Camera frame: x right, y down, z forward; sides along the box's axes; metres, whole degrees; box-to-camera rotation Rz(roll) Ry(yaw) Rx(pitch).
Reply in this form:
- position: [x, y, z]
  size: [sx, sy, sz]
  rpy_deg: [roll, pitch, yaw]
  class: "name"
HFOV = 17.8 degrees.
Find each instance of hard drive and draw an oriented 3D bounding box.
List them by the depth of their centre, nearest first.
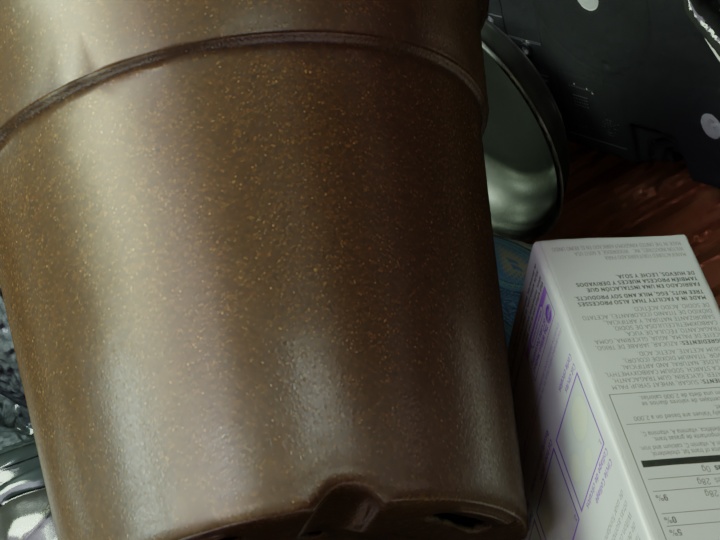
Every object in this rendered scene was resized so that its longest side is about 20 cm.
- position: [0.088, -0.135, 0.834]
  size: [0.038, 0.201, 0.139]
  rpy_deg: [-33, 33, -28]
  class: "hard drive"

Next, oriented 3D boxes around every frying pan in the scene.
- position: [0.033, -0.050, 0.937]
  size: [0.031, 0.115, 0.190]
  rpy_deg: [-40, -7, -23]
  class: "frying pan"

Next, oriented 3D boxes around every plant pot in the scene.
- position: [-0.037, 0.009, 0.767]
  size: [0.200, 0.200, 0.200]
  rpy_deg: [-26, 64, 35]
  class: "plant pot"

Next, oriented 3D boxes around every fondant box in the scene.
- position: [0.093, 0.108, 0.733]
  size: [0.201, 0.058, 0.145]
  rpy_deg: [-105, 19, -46]
  class: "fondant box"

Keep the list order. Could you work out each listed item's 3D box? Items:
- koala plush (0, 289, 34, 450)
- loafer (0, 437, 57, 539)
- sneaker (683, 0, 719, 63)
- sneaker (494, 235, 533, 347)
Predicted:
- position: [-0.135, 0.032, 0.954]
  size: [0.200, 0.184, 0.178]
  rpy_deg: [-39, 33, 18]
  class: "koala plush"
- position: [-0.048, 0.089, 0.864]
  size: [0.199, 0.073, 0.073]
  rpy_deg: [-18, 52, 4]
  class: "loafer"
- position: [0.163, -0.103, 0.756]
  size: [0.075, 0.115, 0.201]
  rpy_deg: [-24, 37, 31]
  class: "sneaker"
- position: [0.000, 0.000, 0.917]
  size: [0.199, 0.090, 0.079]
  rpy_deg: [5, 76, 46]
  class: "sneaker"
